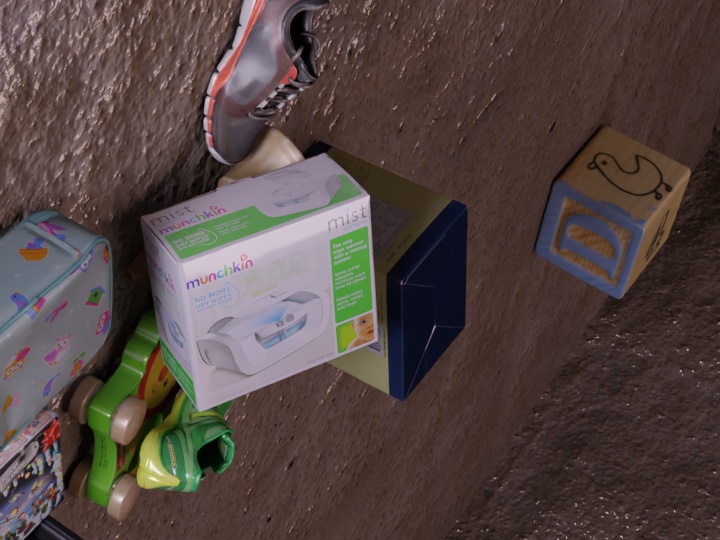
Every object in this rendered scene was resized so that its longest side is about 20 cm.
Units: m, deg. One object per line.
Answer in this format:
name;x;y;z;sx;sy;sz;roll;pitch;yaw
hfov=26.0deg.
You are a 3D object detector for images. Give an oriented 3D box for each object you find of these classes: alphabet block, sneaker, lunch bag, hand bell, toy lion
alphabet block;0.461;-0.107;2.858;0.200;0.195;0.197;-47;159;-38
sneaker;-0.084;-0.179;1.449;0.077;0.082;0.201;-30;145;-57
lunch bag;-0.287;0.059;1.268;0.200;0.077;0.161;-47;159;-37
sneaker;-0.165;0.175;1.598;0.200;0.083;0.074;-58;165;-63
hand bell;-0.148;-0.048;1.514;0.200;0.104;0.104;-36;153;-26
toy lion;-0.220;0.126;1.591;0.192;0.068;0.201;-54;163;-43

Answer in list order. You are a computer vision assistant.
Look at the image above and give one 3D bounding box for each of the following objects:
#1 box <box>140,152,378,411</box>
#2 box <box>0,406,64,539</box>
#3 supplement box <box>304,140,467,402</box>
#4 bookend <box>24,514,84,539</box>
box;-0.093;0.008;1.479;0.199;0.097;0.177;-20;130;-22
box;-0.349;0.225;1.410;0.200;0.040;0.137;-47;156;-37
supplement box;0.000;0.000;1.725;0.134;0.199;0.201;-47;151;-34
bookend;-0.363;0.362;1.495;0.200;0.092;0.200;-40;151;-45
